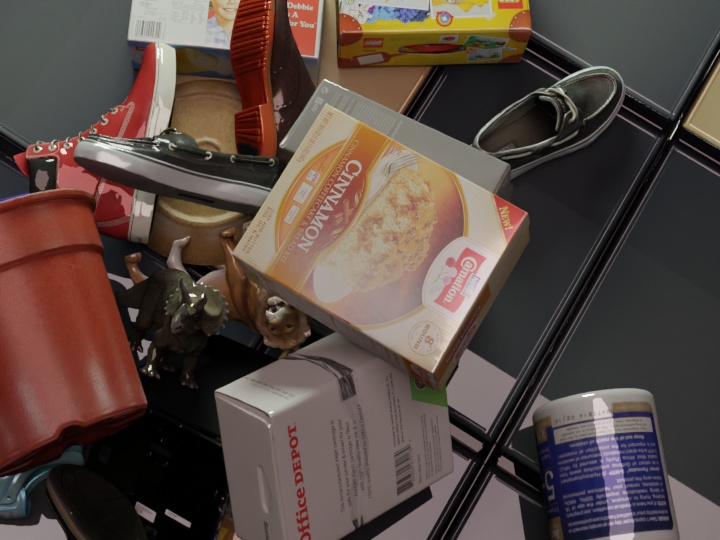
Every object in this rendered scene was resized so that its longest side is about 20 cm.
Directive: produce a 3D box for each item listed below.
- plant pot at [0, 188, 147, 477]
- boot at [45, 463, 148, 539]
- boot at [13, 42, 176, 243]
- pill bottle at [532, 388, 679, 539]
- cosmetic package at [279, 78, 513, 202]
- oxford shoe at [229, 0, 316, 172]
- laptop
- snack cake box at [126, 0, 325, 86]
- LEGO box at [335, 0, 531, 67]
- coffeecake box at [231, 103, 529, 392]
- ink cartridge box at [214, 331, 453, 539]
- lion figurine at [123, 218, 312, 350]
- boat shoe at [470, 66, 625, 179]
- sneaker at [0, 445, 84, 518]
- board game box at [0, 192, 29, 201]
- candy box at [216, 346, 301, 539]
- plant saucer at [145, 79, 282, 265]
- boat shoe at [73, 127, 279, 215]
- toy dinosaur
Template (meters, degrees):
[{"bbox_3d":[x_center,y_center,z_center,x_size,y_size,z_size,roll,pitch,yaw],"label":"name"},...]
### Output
[{"bbox_3d":[-0.288,0.062,1.187,0.199,0.201,0.197,-24,82,-11],"label":"plant pot"},{"bbox_3d":[-0.237,0.287,1.193,0.200,0.073,0.151,44,117,22],"label":"boot"},{"bbox_3d":[-0.256,-0.137,1.312,0.142,0.072,0.203,11,76,-6],"label":"boot"},{"bbox_3d":[0.231,0.220,1.252,0.118,0.120,0.203,-6,73,-6],"label":"pill bottle"},{"bbox_3d":[0.036,-0.083,1.241,0.198,0.107,0.091,29,75,18],"label":"cosmetic package"},{"bbox_3d":[-0.083,-0.198,1.340,0.072,0.071,0.203,-1,95,-35],"label":"oxford shoe"},{"bbox_3d":[-0.150,0.166,1.250,0.176,0.103,0.203,18,91,37],"label":"laptop"},{"bbox_3d":[-0.136,-0.266,1.404,0.197,0.067,0.117,5,71,-2],"label":"snack cake box"},{"bbox_3d":[0.070,-0.299,1.423,0.197,0.077,0.151,-2,73,-5],"label":"LEGO box"},{"bbox_3d":[0.019,-0.019,1.130,0.198,0.073,0.155,29,79,16],"label":"coffeecake box"},{"bbox_3d":[-0.019,0.141,1.175,0.198,0.083,0.148,-23,117,-37],"label":"ink cartridge box"},{"bbox_3d":[-0.138,0.025,1.303,0.198,0.072,0.124,-11,98,32],"label":"lion figurine"},{"bbox_3d":[0.196,-0.152,1.389,0.199,0.071,0.072,-35,78,-14],"label":"boat shoe"},{"bbox_3d":[-0.346,0.200,1.243,0.199,0.074,0.082,-32,73,-12],"label":"sneaker"},{"bbox_3d":[-0.328,0.030,1.312,0.150,0.045,0.203,-16,75,-9],"label":"board game box"},{"bbox_3d":[-0.081,0.184,1.275,0.115,0.055,0.201,36,73,10],"label":"candy box"},{"bbox_3d":[-0.156,-0.107,1.371,0.197,0.035,0.203,1,73,-3],"label":"plant saucer"},{"bbox_3d":[-0.167,-0.099,1.260,0.197,0.068,0.058,14,79,-23],"label":"boat shoe"},{"bbox_3d":[-0.172,0.042,1.245,0.076,0.200,0.103,21,97,-27],"label":"toy dinosaur"}]
